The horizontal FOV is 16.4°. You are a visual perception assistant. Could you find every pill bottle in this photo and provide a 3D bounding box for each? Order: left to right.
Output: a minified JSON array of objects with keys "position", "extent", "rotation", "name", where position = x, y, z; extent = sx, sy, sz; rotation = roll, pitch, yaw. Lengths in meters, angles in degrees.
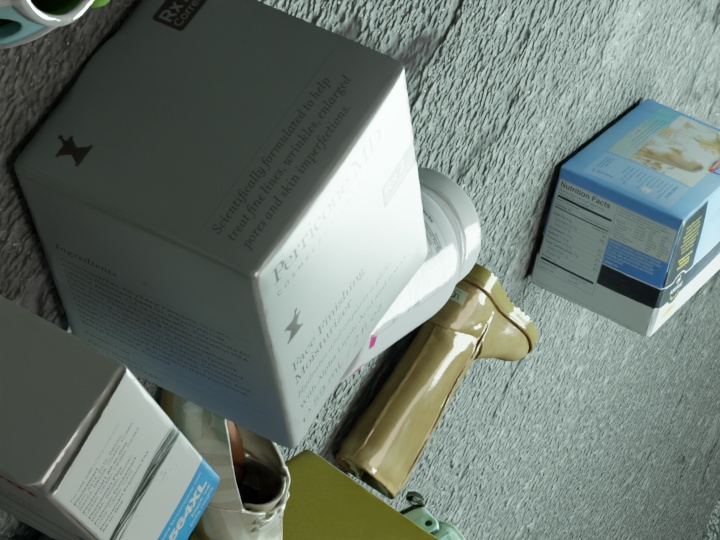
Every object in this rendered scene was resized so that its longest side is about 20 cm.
[{"position":[0.000,0.000,1.763],"extent":[0.200,0.113,0.113],"rotation":[-33,143,-55],"name":"pill bottle"}]

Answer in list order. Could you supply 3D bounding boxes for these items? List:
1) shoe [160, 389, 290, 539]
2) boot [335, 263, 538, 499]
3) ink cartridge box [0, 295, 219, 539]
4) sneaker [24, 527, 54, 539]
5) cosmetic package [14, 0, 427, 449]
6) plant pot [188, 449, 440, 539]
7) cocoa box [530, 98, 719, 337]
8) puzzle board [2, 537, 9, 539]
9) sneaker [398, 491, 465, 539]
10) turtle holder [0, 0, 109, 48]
[{"position":[-0.086,0.146,1.740],"extent":[0.070,0.053,0.200],"rotation":[-57,144,-35],"name":"shoe"},{"position":[0.063,0.104,2.127],"extent":[0.200,0.066,0.175],"rotation":[-61,148,-12],"name":"boot"},{"position":[-0.178,0.088,1.379],"extent":[0.084,0.146,0.200],"rotation":[-58,160,-14],"name":"ink cartridge box"},{"position":[-0.189,0.209,1.610],"extent":[0.140,0.078,0.200],"rotation":[2,108,-66],"name":"sneaker"},{"position":[-0.075,-0.035,1.458],"extent":[0.165,0.165,0.200],"rotation":[-56,158,-25],"name":"cosmetic package"},{"position":[-0.058,0.285,1.868],"extent":[0.200,0.194,0.196],"rotation":[-18,132,-48],"name":"plant pot"},{"position":[0.270,-0.053,2.340],"extent":[0.200,0.133,0.131],"rotation":[-37,146,-51],"name":"cocoa box"},{"position":[-0.268,0.283,1.579],"extent":[0.151,0.017,0.200],"rotation":[-43,151,-45],"name":"puzzle board"},{"position":[0.036,0.253,2.037],"extent":[0.118,0.200,0.074],"rotation":[-28,115,0],"name":"sneaker"},{"position":[-0.176,-0.154,1.115],"extent":[0.141,0.132,0.186],"rotation":[-56,158,-23],"name":"turtle holder"}]
